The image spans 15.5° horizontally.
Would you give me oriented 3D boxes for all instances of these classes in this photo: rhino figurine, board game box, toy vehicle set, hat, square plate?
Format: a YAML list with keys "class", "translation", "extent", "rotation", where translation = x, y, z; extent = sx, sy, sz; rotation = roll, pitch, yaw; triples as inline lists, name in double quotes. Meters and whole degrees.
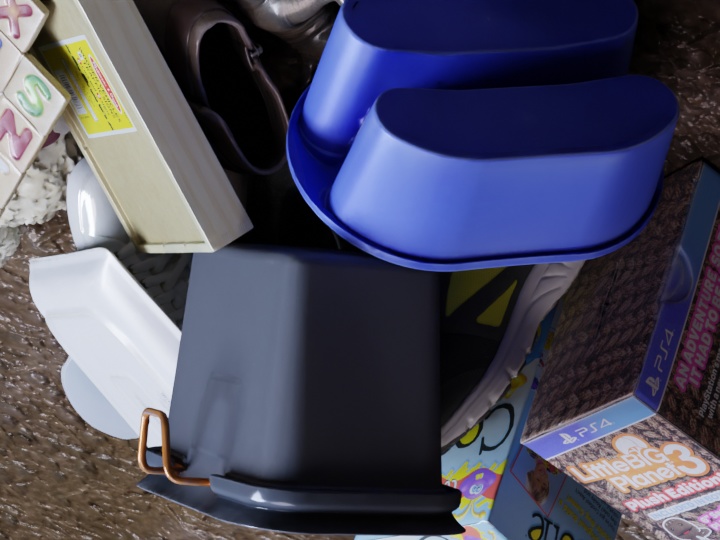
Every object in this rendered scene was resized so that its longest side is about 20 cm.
- class: "rhino figurine"
  translation: [-0.036, -0.155, 1.361]
  extent: [0.087, 0.060, 0.200]
  rotation: [-5, 140, 37]
- class: "board game box"
  translation: [0.090, 0.095, 1.513]
  extent: [0.103, 0.201, 0.105]
  rotation: [-14, 133, 41]
- class: "toy vehicle set"
  translation: [-0.134, -0.101, 1.385]
  extent: [0.201, 0.026, 0.124]
  rotation: [62, 159, -13]
- class: "board game box"
  translation: [0.209, 0.070, 1.450]
  extent: [0.199, 0.160, 0.097]
  rotation: [36, 144, -20]
- class: "hat"
  translation: [0.000, 0.000, 1.508]
  extent: [0.080, 0.202, 0.201]
  rotation: [-16, 152, -19]
- class: "square plate"
  translation: [-0.116, 0.072, 1.539]
  extent: [0.200, 0.028, 0.198]
  rotation: [50, 164, -11]

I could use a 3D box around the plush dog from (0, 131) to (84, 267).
- class: "plush dog"
  translation: [-0.240, -0.060, 1.550]
  extent: [0.171, 0.161, 0.200]
  rotation: [-31, 125, 21]

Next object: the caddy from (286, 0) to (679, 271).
- class: "caddy"
  translation: [0.063, -0.071, 1.321]
  extent: [0.198, 0.142, 0.105]
  rotation: [-4, 141, -18]

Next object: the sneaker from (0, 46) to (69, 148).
- class: "sneaker"
  translation: [-0.226, -0.155, 1.462]
  extent: [0.075, 0.090, 0.201]
  rotation: [-26, 98, 47]

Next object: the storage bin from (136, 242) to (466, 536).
- class: "storage bin"
  translation: [-0.038, 0.055, 1.351]
  extent: [0.144, 0.136, 0.200]
  rotation: [3, -179, -23]

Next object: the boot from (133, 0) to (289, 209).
- class: "boot"
  translation: [-0.083, -0.079, 1.437]
  extent: [0.146, 0.070, 0.201]
  rotation: [28, 153, 52]

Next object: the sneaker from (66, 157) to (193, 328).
- class: "sneaker"
  translation: [-0.100, 0.013, 1.550]
  extent: [0.084, 0.073, 0.201]
  rotation: [23, 148, 53]

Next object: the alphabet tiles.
- class: "alphabet tiles"
  translation: [-0.238, -0.111, 1.428]
  extent: [0.166, 0.006, 0.200]
  rotation: [45, 135, 7]

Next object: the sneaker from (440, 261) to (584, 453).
- class: "sneaker"
  translation: [0.058, 0.017, 1.440]
  extent: [0.084, 0.201, 0.074]
  rotation: [34, 158, -2]

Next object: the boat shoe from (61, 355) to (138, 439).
- class: "boat shoe"
  translation: [-0.147, 0.027, 1.670]
  extent: [0.073, 0.068, 0.200]
  rotation: [17, 140, 14]
